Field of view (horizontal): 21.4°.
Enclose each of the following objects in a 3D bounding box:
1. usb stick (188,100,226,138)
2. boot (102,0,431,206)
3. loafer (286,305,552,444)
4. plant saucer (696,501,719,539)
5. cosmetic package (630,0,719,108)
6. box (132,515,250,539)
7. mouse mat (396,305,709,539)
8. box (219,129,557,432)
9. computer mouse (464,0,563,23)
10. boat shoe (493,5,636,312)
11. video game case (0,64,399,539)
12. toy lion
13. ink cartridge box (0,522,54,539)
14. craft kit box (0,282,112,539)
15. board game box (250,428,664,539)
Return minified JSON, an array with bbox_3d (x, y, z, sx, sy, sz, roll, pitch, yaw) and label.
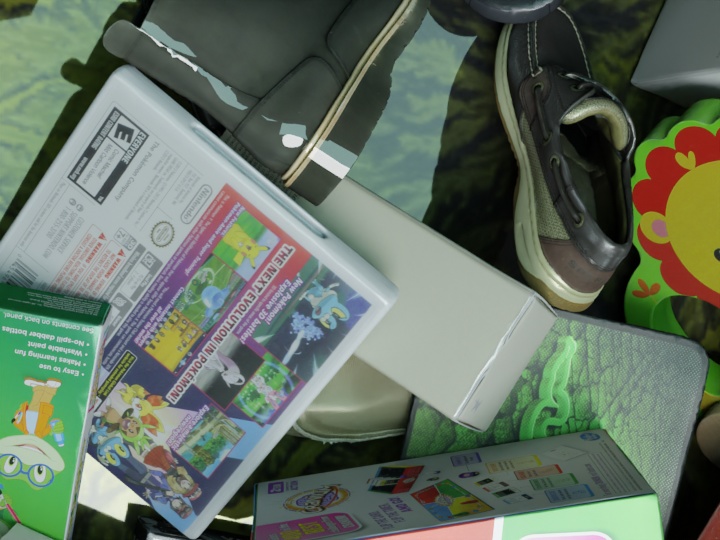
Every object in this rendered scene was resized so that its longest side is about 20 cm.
[{"bbox_3d":[-0.099,-0.172,1.061,0.055,0.033,0.201,-24,98,-18],"label":"usb stick"},{"bbox_3d":[-0.043,-0.141,1.005,0.138,0.200,0.077,33,127,-12],"label":"boot"},{"bbox_3d":[0.041,0.053,1.085,0.199,0.068,0.076,-12,95,-13],"label":"loafer"},{"bbox_3d":[0.202,0.188,1.085,0.037,0.200,0.200,31,85,19],"label":"plant saucer"},{"bbox_3d":[0.246,-0.121,1.059,0.112,0.200,0.081,24,88,-15],"label":"cosmetic package"},{"bbox_3d":[-0.045,0.237,1.083,0.199,0.050,0.159,12,90,-13],"label":"box"},{"bbox_3d":[0.098,0.120,1.062,0.160,0.008,0.201,12,97,-6],"label":"mouse mat"},{"bbox_3d":[0.000,0.000,1.024,0.200,0.068,0.082,34,90,20],"label":"box"},{"bbox_3d":[0.125,-0.237,1.096,0.140,0.046,0.201,1,84,5],"label":"computer mouse"},{"bbox_3d":[0.121,-0.074,1.056,0.073,0.065,0.201,19,52,-34],"label":"boat shoe"},{"bbox_3d":[-0.104,0.021,1.000,0.182,0.023,0.200,40,120,0],"label":"video game case"},{"bbox_3d":[0.218,0.001,1.071,0.192,0.200,0.069,46,50,-1],"label":"toy lion"},{"bbox_3d":[-0.144,0.224,0.929,0.199,0.125,0.129,24,98,2],"label":"ink cartridge box"},{"bbox_3d":[-0.244,0.096,0.994,0.199,0.049,0.198,10,107,-4],"label":"craft kit box"},{"bbox_3d":[0.044,0.130,0.980,0.199,0.153,0.041,-9,97,0],"label":"board game box"}]
